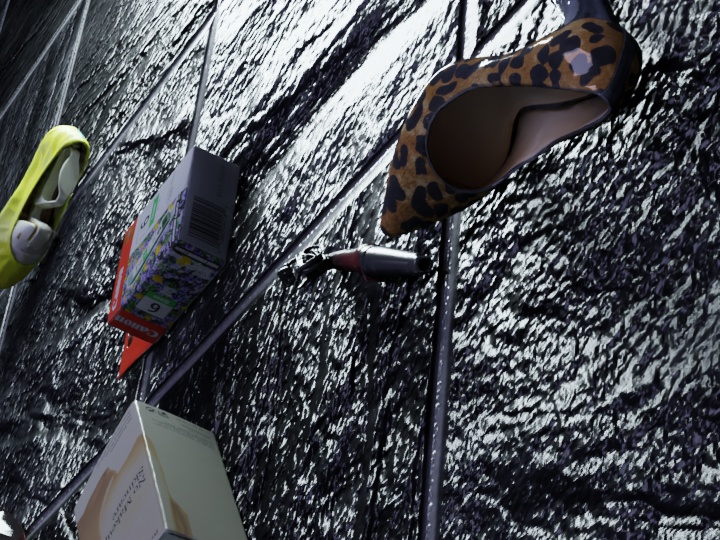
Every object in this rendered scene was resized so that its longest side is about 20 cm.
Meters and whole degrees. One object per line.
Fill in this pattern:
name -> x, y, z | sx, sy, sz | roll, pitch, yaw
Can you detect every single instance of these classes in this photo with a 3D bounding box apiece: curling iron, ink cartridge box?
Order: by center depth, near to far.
curling iron -> 0.000, 0.000, 1.289 | 0.049, 0.026, 0.200 | -33, 14, -22
ink cartridge box -> -0.175, -0.004, 1.693 | 0.200, 0.050, 0.109 | -45, 28, 42

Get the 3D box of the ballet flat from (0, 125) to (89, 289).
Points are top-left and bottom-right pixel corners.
ballet flat -> -0.358, -0.068, 2.207 | 0.067, 0.067, 0.201 | 20, 84, 48

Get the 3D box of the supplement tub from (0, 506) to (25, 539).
supplement tub -> -0.393, 0.306, 1.808 | 0.201, 0.107, 0.107 | -61, 21, 13

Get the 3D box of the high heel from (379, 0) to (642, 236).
high heel -> 0.077, -0.072, 1.117 | 0.200, 0.071, 0.143 | -48, 19, 19

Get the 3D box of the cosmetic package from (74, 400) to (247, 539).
cosmetic package -> -0.140, 0.184, 1.370 | 0.106, 0.071, 0.200 | -61, 21, 12
